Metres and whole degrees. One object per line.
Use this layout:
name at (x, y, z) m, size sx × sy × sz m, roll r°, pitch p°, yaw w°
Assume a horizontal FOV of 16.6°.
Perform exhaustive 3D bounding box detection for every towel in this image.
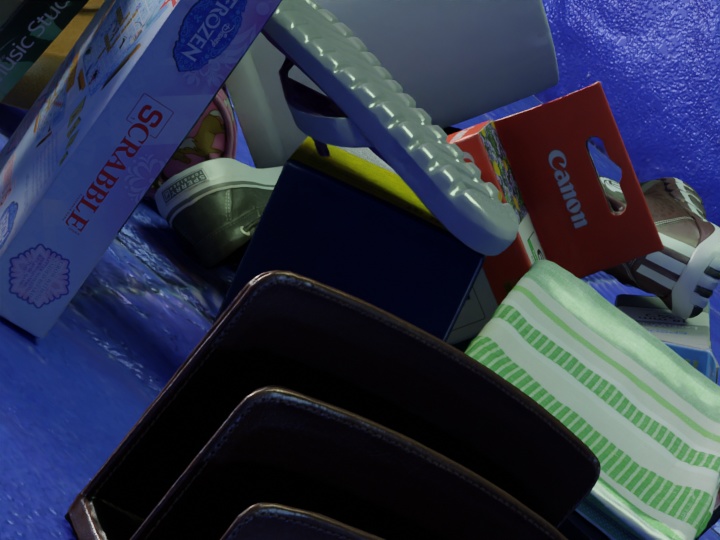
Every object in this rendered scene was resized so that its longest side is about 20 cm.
towel at (0.126, 0.069, 1.262) m, size 0.152 × 0.023 × 0.200 m, roll 37°, pitch 26°, yaw 4°

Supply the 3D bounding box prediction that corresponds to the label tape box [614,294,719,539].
label tape box at (0.173, 0.101, 1.469) m, size 0.063 × 0.145 × 0.200 m, roll 6°, pitch 10°, yaw 6°

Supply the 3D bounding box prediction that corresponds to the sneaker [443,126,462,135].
sneaker at (0.081, -0.014, 1.627) m, size 0.200 × 0.076 × 0.091 m, roll 79°, pitch -5°, yaw -45°

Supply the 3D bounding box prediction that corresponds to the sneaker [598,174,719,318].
sneaker at (0.152, -0.037, 1.523) m, size 0.115 × 0.076 × 0.200 m, roll 26°, pitch 4°, yaw -13°

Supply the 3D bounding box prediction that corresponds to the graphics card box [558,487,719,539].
graphics card box at (0.119, 0.105, 1.278) m, size 0.125 × 0.051 × 0.200 m, roll 42°, pitch 28°, yaw 13°

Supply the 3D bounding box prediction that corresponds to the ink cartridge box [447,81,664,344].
ink cartridge box at (0.059, -0.021, 1.396) m, size 0.109 × 0.199 × 0.050 m, roll 68°, pitch 17°, yaw -7°

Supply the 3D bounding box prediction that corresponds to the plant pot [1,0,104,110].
plant pot at (-0.159, -0.163, 1.444) m, size 0.199 × 0.028 × 0.200 m, roll 1°, pitch 43°, yaw -1°

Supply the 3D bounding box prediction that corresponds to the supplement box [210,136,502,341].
supplement box at (0.000, 0.000, 1.278) m, size 0.109 × 0.110 × 0.200 m, roll 25°, pitch 12°, yaw 1°

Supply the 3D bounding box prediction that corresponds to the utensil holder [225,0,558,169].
utensil holder at (0.007, -0.159, 1.561) m, size 0.170 × 0.199 × 0.171 m, roll 161°, pitch -90°, yaw -89°

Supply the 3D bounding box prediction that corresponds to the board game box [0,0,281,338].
board game box at (-0.113, -0.088, 1.188) m, size 0.041 × 0.200 × 0.200 m, roll 33°, pitch 13°, yaw -16°

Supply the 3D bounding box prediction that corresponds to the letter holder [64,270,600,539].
letter holder at (0.013, 0.108, 0.972) m, size 0.200 × 0.142 × 0.101 m, roll 31°, pitch 13°, yaw -34°

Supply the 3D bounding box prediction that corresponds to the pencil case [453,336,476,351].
pencil case at (0.088, 0.044, 1.470) m, size 0.092 × 0.085 × 0.200 m, roll -1°, pitch 42°, yaw -5°

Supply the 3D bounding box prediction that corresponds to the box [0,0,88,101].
box at (-0.186, -0.179, 1.311) m, size 0.036 × 0.200 × 0.144 m, roll 33°, pitch 12°, yaw -45°

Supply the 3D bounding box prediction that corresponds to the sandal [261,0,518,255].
sandal at (-0.006, -0.073, 1.195) m, size 0.203 × 0.050 × 0.082 m, roll 48°, pitch 15°, yaw 27°

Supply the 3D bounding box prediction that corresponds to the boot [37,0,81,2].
boot at (-0.225, -0.172, 1.203) m, size 0.131 × 0.199 × 0.068 m, roll 37°, pitch 49°, yaw -68°

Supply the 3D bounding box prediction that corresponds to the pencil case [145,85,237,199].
pencil case at (-0.123, -0.108, 1.540) m, size 0.200 × 0.082 × 0.087 m, roll -106°, pitch 179°, yaw -71°

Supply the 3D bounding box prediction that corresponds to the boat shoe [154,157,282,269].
boat shoe at (-0.061, -0.026, 1.477) m, size 0.057 × 0.069 × 0.200 m, roll 61°, pitch 18°, yaw 12°
